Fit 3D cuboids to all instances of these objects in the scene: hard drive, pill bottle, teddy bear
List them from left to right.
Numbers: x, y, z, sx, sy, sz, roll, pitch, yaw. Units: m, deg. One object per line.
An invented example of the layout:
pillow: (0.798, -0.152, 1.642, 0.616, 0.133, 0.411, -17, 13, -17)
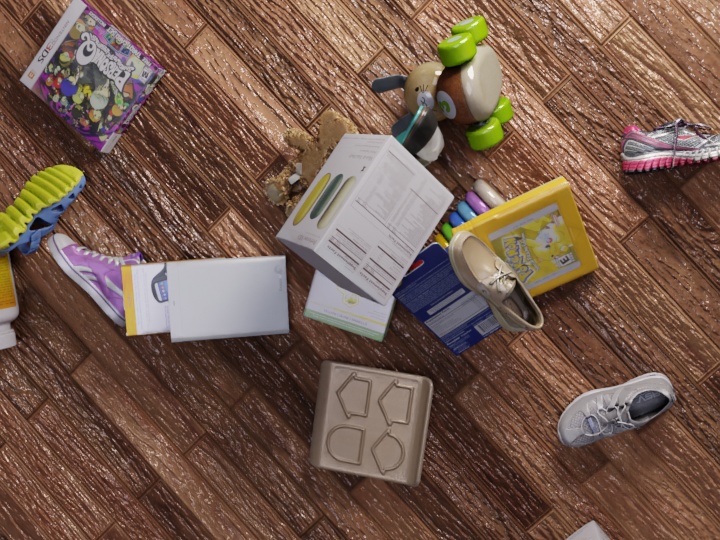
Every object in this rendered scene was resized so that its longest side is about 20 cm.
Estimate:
pill bottle: (-0.670, 0.041, 1.317, 0.109, 0.111, 0.203, -9, 93, 9)
hard drive: (-0.223, 0.047, 1.260, 0.197, 0.026, 0.134, -4, 94, -12)
teddy bear: (-0.076, -0.171, 1.244, 0.144, 0.067, 0.202, 28, 104, 15)

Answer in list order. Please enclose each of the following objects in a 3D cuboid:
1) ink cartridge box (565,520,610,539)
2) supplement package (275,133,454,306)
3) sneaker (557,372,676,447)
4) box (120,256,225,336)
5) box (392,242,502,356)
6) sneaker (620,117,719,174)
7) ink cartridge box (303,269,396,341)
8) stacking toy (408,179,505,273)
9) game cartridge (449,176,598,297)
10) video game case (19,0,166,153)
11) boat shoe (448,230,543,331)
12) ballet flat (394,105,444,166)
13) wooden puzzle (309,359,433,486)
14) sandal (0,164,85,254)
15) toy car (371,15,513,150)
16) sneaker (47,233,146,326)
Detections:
ink cartridge box: (0.390, 0.505, 1.150, 0.086, 0.200, 0.147, -42, 88, 9)
supplement package: (0.005, -0.082, 1.137, 0.150, 0.151, 0.201, 38, 81, -29)
sneaker: (0.405, 0.223, 1.185, 0.199, 0.082, 0.075, -31, 90, 9)
box: (-0.303, 0.042, 1.277, 0.197, 0.041, 0.121, -4, 94, -13)
box: (0.136, 0.041, 1.181, 0.121, 0.033, 0.200, -35, 118, 24)
sneaker: (0.503, -0.198, 1.141, 0.197, 0.081, 0.076, -7, 91, 9)
ink cartridge box: (0.000, 0.000, 1.248, 0.144, 0.048, 0.203, 17, 99, 7)
stacking toy: (0.153, -0.048, 1.207, 0.085, 0.085, 0.200, 44, 103, 3)
game cartridge: (0.257, -0.030, 1.173, 0.198, 0.033, 0.177, -26, 121, 9)
video game case: (-0.466, -0.339, 1.296, 0.200, 0.036, 0.182, 41, 100, 3)
boat shoe: (0.208, 0.017, 1.124, 0.072, 0.065, 0.200, -49, 114, -22)
ballet flat: (0.091, -0.198, 1.152, 0.068, 0.200, 0.069, 32, 79, -6)
wooden puzzle: (0.018, 0.256, 1.268, 0.197, 0.046, 0.188, 9, 95, 12)
sandal: (-0.563, -0.102, 1.310, 0.200, 0.087, 0.079, -44, 64, -10)
toy car: (0.116, -0.275, 1.167, 0.198, 0.158, 0.166, -9, 119, 30)
sneaker: (-0.444, -0.013, 1.306, 0.114, 0.073, 0.201, -44, 97, 4)
